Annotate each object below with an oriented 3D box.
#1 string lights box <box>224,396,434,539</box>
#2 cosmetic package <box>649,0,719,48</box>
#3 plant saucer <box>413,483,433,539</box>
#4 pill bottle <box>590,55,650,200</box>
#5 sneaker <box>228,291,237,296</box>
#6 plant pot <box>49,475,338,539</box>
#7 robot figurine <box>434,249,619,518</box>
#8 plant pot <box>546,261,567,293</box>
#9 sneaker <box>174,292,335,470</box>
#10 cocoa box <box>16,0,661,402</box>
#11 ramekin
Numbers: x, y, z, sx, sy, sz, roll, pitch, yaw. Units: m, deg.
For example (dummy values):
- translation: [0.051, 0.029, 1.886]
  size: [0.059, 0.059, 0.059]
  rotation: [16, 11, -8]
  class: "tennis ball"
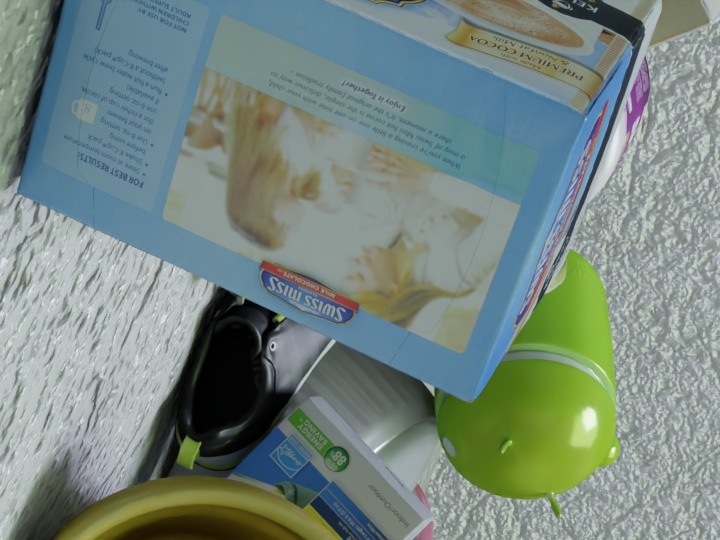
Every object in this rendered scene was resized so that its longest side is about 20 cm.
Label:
- translation: [-0.063, 0.180, 1.296]
  size: [0.200, 0.103, 0.059]
  rotation: [-45, 172, 3]
  class: "string lights box"
- translation: [0.131, -0.167, 1.369]
  size: [0.200, 0.071, 0.105]
  rotation: [-20, -165, 29]
  class: "cosmetic package"
- translation: [-0.046, 0.203, 1.544]
  size: [0.051, 0.200, 0.201]
  rotation: [51, 54, -36]
  class: "plant saucer"
- translation: [0.104, -0.098, 1.226]
  size: [0.200, 0.112, 0.112]
  rotation: [-48, 160, -69]
  class: "pill bottle"
- translation: [0.000, 0.000, 1.273]
  size: [0.200, 0.079, 0.096]
  rotation: [-16, 102, -45]
  class: "sneaker"
- translation: [-0.091, 0.205, 1.160]
  size: [0.189, 0.200, 0.201]
  rotation: [177, -62, -83]
  class: "plant pot"
- translation: [0.105, 0.061, 1.402]
  size: [0.116, 0.175, 0.200]
  rotation: [-25, -140, 24]
  class: "robot figurine"
- translation: [0.012, -0.102, 1.003]
  size: [0.200, 0.200, 0.185]
  rotation: [-43, 144, -70]
  class: "plant pot"
- translation: [-0.051, 0.032, 1.302]
  size: [0.083, 0.072, 0.200]
  rotation: [72, 42, -76]
  class: "sneaker"
- translation: [-0.008, -0.066, 0.840]
  size: [0.131, 0.200, 0.134]
  rotation: [-51, 163, -59]
  class: "cocoa box"
- translation: [-0.033, 0.128, 1.420]
  size: [0.202, 0.094, 0.202]
  rotation: [-44, 161, -19]
  class: "ramekin"
